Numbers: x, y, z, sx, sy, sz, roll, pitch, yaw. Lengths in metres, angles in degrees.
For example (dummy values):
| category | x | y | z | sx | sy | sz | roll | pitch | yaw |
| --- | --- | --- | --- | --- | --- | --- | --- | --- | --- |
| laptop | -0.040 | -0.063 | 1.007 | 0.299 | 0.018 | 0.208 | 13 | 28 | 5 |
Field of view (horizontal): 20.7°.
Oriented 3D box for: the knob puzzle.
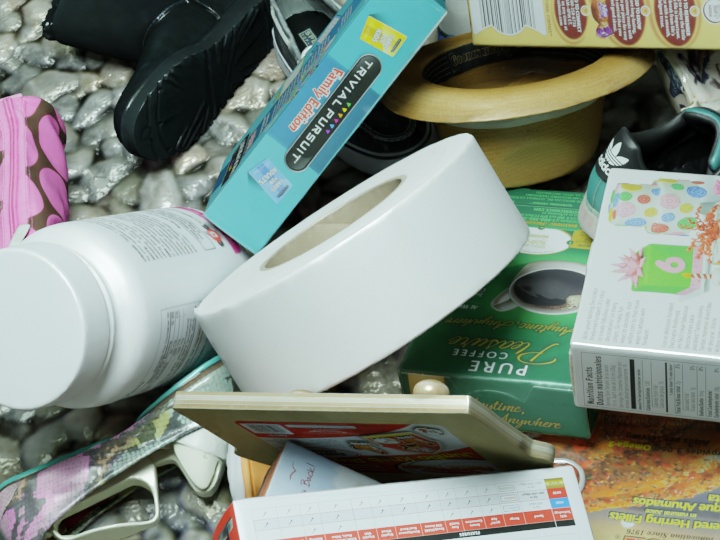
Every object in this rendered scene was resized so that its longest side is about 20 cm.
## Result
| category | x | y | z | sx | sy | sz | roll | pitch | yaw |
| --- | --- | --- | --- | --- | --- | --- | --- | --- | --- |
| knob puzzle | 0.018 | 0.093 | 1.116 | 0.218 | 0.220 | 0.031 | 2 | 71 | 16 |

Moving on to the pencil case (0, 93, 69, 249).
| category | x | y | z | sx | sy | sz | roll | pitch | yaw |
| --- | --- | --- | --- | --- | --- | --- | --- | --- | --- |
| pencil case | -0.239 | -0.037 | 1.382 | 0.090 | 0.094 | 0.201 | -15 | 47 | 1 |

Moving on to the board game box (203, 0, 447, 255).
| category | x | y | z | sx | sy | sz | roll | pitch | yaw |
| --- | --- | --- | --- | --- | --- | --- | --- | --- | --- |
| board game box | -0.021 | -0.118 | 1.315 | 0.200 | 0.047 | 0.151 | -51 | 9 | 14 |

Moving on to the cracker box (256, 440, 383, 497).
| category | x | y | z | sx | sy | sz | roll | pitch | yaw |
| --- | --- | --- | --- | --- | --- | --- | --- | --- | --- |
| cracker box | 0.020 | 0.198 | 1.082 | 0.199 | 0.058 | 0.135 | 25 | 54 | -4 |

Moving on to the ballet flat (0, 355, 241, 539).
| category | x | y | z | sx | sy | sz | roll | pitch | yaw |
| --- | --- | --- | --- | --- | --- | --- | --- | --- | --- |
| ballet flat | -0.134 | 0.124 | 1.243 | 0.199 | 0.069 | 0.071 | -30 | 67 | -7 |

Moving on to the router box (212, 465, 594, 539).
| category | x | y | z | sx | sy | sz | roll | pitch | yaw |
| --- | --- | --- | --- | --- | --- | --- | --- | --- | --- |
| router box | 0.037 | 0.200 | 1.022 | 0.198 | 0.049 | 0.181 | -3 | 62 | -20 |

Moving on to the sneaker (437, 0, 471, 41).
| category | x | y | z | sx | sy | sz | roll | pitch | yaw |
| --- | --- | --- | --- | --- | --- | --- | --- | --- | --- |
| sneaker | 0.099 | -0.250 | 1.466 | 0.080 | 0.116 | 0.200 | 5 | 51 | 17 |

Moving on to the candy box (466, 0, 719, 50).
| category | x | y | z | sx | sy | sz | roll | pitch | yaw |
| --- | --- | --- | --- | --- | --- | --- | --- | --- | --- |
| candy box | 0.184 | -0.190 | 1.327 | 0.199 | 0.057 | 0.117 | 4 | 24 | 34 |

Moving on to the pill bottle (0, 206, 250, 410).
| category | x | y | z | sx | sy | sz | roll | pitch | yaw |
| --- | --- | --- | --- | --- | --- | --- | --- | --- | --- |
| pill bottle | -0.157 | 0.023 | 1.229 | 0.113 | 0.114 | 0.200 | 13 | 11 | 23 |

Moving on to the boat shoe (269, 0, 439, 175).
| category | x | y | z | sx | sy | sz | roll | pitch | yaw |
| --- | --- | --- | --- | --- | --- | --- | --- | --- | --- |
| boat shoe | -0.009 | -0.146 | 1.434 | 0.073 | 0.068 | 0.200 | -25 | 49 | -8 |

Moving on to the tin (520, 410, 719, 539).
| category | x | y | z | sx | sy | sz | roll | pitch | yaw |
| --- | --- | --- | --- | --- | --- | --- | --- | --- | --- |
| tin | 0.177 | 0.138 | 1.164 | 0.198 | 0.042 | 0.112 | 4 | 47 | 18 |

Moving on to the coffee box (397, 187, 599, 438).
| category | x | y | z | sx | sy | sz | roll | pitch | yaw |
| --- | --- | --- | --- | --- | --- | --- | --- | --- | --- |
| coffee box | 0.109 | 0.022 | 1.251 | 0.122 | 0.044 | 0.201 | 4 | 38 | 18 |

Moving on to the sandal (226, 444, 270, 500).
| category | x | y | z | sx | sy | sz | roll | pitch | yaw |
| --- | --- | --- | --- | --- | --- | --- | --- | --- | --- |
| sandal | -0.034 | 0.155 | 1.165 | 0.059 | 0.079 | 0.208 | -50 | 38 | 30 |

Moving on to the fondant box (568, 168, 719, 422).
| category | x | y | z | sx | sy | sz | roll | pitch | yaw |
| --- | --- | --- | --- | --- | --- | --- | --- | --- | --- |
| fondant box | 0.230 | 0.017 | 1.139 | 0.198 | 0.059 | 0.145 | 6 | 48 | 14 |

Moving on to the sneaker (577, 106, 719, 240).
| category | x | y | z | sx | sy | sz | roll | pitch | yaw |
| --- | --- | --- | --- | --- | --- | --- | --- | --- | --- |
| sneaker | 0.238 | -0.062 | 1.260 | 0.198 | 0.080 | 0.072 | -8 | 46 | -24 |

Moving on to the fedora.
| category | x | y | z | sx | sy | sz | roll | pitch | yaw |
| --- | --- | --- | --- | --- | --- | --- | --- | --- | --- |
| fedora | 0.108 | -0.109 | 1.345 | 0.199 | 0.083 | 0.201 | -6 | 21 | 2 |

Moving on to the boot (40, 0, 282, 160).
| category | x | y | z | sx | sy | sz | roll | pitch | yaw |
| --- | --- | --- | --- | --- | --- | --- | --- | --- | --- |
| boot | -0.170 | -0.172 | 1.495 | 0.161 | 0.074 | 0.199 | 20 | 50 | 25 |

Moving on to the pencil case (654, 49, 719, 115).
| category | x | y | z | sx | sy | sz | roll | pitch | yaw |
| --- | --- | --- | --- | --- | --- | --- | --- | --- | --- |
| pencil case | 0.298 | -0.150 | 1.353 | 0.199 | 0.078 | 0.089 | -21 | 23 | -6 |

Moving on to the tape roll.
| category | x | y | z | sx | sy | sz | roll | pitch | yaw |
| --- | --- | --- | --- | --- | --- | --- | --- | --- | --- |
| tape roll | 0.000 | 0.000 | 1.188 | 0.202 | 0.071 | 0.203 | -32 | 9 | 6 |
